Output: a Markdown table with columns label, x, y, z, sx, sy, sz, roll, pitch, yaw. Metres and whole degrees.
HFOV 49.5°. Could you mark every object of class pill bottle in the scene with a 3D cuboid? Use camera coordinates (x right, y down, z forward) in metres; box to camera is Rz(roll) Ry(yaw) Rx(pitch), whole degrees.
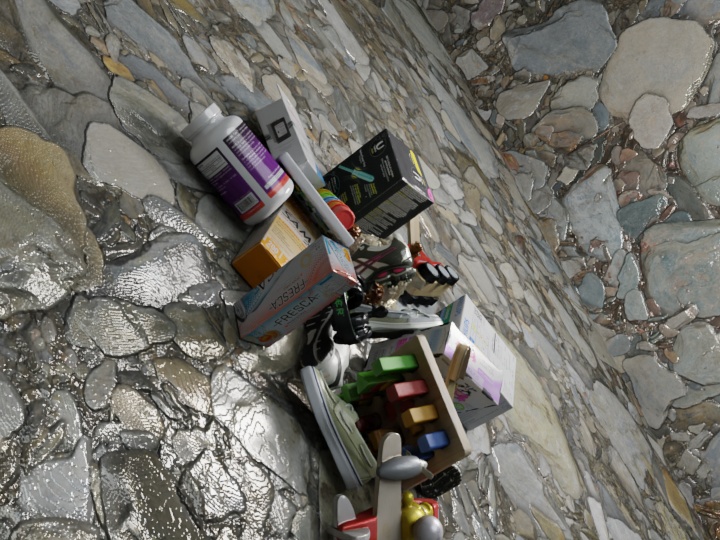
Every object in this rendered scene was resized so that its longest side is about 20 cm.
| label | x | y | z | sx | sy | sz | roll | pitch | yaw |
| --- | --- | --- | --- | --- | --- | --- | --- | --- | --- |
| pill bottle | -0.213 | -0.184 | 1.342 | 0.201 | 0.112 | 0.113 | 50 | 25 | -15 |

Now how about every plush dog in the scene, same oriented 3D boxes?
| label | x | y | z | sx | sy | sz | roll | pitch | yaw |
| --- | --- | --- | --- | --- | --- | --- | --- | --- | --- |
| plush dog | 0.029 | -0.010 | 1.525 | 0.171 | 0.159 | 0.202 | 8 | 54 | -63 |

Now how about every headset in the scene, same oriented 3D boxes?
| label | x | y | z | sx | sy | sz | roll | pitch | yaw |
| --- | --- | --- | --- | --- | --- | --- | --- | --- | --- |
| headset | -0.007 | 0.060 | 1.272 | 0.200 | 0.092 | 0.125 | 63 | 17 | -74 |

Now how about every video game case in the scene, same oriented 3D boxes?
| label | x | y | z | sx | sy | sz | roll | pitch | yaw |
| --- | --- | --- | --- | --- | --- | --- | --- | --- | --- |
| video game case | -0.103 | -0.122 | 1.453 | 0.201 | 0.022 | 0.182 | 53 | -15 | -11 |

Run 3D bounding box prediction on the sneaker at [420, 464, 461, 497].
| label | x | y | z | sx | sy | sz | roll | pitch | yaw |
| --- | --- | --- | --- | --- | --- | --- | --- | --- | --- |
| sneaker | 0.115 | 0.322 | 1.383 | 0.201 | 0.078 | 0.090 | 58 | 6 | -33 |

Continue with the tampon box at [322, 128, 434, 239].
| label | x | y | z | sx | sy | sz | roll | pitch | yaw |
| --- | --- | --- | --- | --- | --- | --- | --- | --- | --- |
| tampon box | 0.033 | -0.170 | 1.683 | 0.126 | 0.199 | 0.151 | 29 | 36 | -45 |

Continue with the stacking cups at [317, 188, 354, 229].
| label | x | y | z | sx | sy | sz | roll | pitch | yaw |
| --- | --- | --- | --- | --- | --- | --- | --- | --- | --- |
| stacking cups | -0.050 | -0.115 | 1.521 | 0.061 | 0.061 | 0.200 | 45 | -3 | -23 |

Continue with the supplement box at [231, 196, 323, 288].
| label | x | y | z | sx | sy | sz | roll | pitch | yaw |
| --- | --- | --- | --- | --- | --- | --- | --- | --- | --- |
| supplement box | -0.131 | -0.030 | 1.357 | 0.126 | 0.073 | 0.201 | 50 | 25 | -17 |

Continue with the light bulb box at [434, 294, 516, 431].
| label | x | y | z | sx | sy | sz | roll | pitch | yaw |
| --- | --- | --- | --- | --- | --- | --- | --- | --- | --- |
| light bulb box | 0.233 | 0.198 | 1.704 | 0.201 | 0.124 | 0.199 | 50 | 26 | -12 |

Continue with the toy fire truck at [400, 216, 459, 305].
| label | x | y | z | sx | sy | sz | roll | pitch | yaw |
| --- | --- | --- | --- | --- | --- | --- | --- | --- | --- |
| toy fire truck | 0.126 | -0.037 | 1.815 | 0.201 | 0.129 | 0.175 | 53 | 22 | 22 |

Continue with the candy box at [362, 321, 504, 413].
| label | x | y | z | sx | sy | sz | roll | pitch | yaw |
| --- | --- | --- | --- | --- | --- | --- | --- | --- | --- |
| candy box | 0.132 | 0.188 | 1.424 | 0.168 | 0.199 | 0.072 | 43 | 48 | -27 |

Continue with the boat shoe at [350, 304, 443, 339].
| label | x | y | z | sx | sy | sz | roll | pitch | yaw |
| --- | --- | --- | --- | --- | --- | --- | --- | --- | --- |
| boat shoe | 0.055 | 0.090 | 1.441 | 0.075 | 0.198 | 0.066 | 97 | -7 | -69 |

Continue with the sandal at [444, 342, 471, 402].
| label | x | y | z | sx | sy | sz | roll | pitch | yaw |
| --- | --- | --- | --- | --- | --- | --- | --- | --- | --- |
| sandal | 0.118 | 0.217 | 1.294 | 0.069 | 0.215 | 0.078 | 17 | -4 | 20 |

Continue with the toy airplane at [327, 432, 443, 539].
| label | x | y | z | sx | sy | sz | roll | pitch | yaw |
| --- | --- | --- | --- | --- | --- | --- | --- | --- | --- |
| toy airplane | 0.049 | 0.367 | 1.125 | 0.200 | 0.139 | 0.202 | -56 | 131 | -39 |

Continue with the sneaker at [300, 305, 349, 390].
| label | x | y | z | sx | sy | sz | roll | pitch | yaw |
| --- | --- | --- | --- | --- | --- | --- | --- | --- | --- |
| sneaker | -0.053 | 0.125 | 1.341 | 0.081 | 0.073 | 0.201 | 61 | 25 | -28 |

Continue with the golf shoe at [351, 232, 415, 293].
| label | x | y | z | sx | sy | sz | roll | pitch | yaw |
| --- | --- | --- | --- | --- | --- | --- | --- | --- | --- |
| golf shoe | 0.000 | 0.000 | 1.417 | 0.077 | 0.197 | 0.089 | 28 | 47 | -77 |

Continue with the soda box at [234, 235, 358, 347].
| label | x | y | z | sx | sy | sz | roll | pitch | yaw |
| --- | --- | --- | --- | --- | --- | --- | --- | --- | --- |
| soda box | -0.100 | 0.035 | 1.184 | 0.063 | 0.199 | 0.069 | 26 | 36 | -46 |

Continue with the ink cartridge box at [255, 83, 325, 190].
| label | x | y | z | sx | sy | sz | roll | pitch | yaw |
| --- | --- | --- | --- | --- | --- | --- | --- | --- | --- |
| ink cartridge box | -0.147 | -0.261 | 1.582 | 0.202 | 0.066 | 0.116 | 68 | 8 | 24 |

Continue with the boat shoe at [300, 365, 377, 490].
| label | x | y | z | sx | sy | sz | roll | pitch | yaw |
| --- | --- | --- | --- | --- | --- | --- | --- | --- | --- |
| boat shoe | -0.033 | 0.236 | 1.210 | 0.072 | 0.061 | 0.202 | 128 | -62 | -81 |

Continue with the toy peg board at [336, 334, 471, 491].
| label | x | y | z | sx | sy | sz | roll | pitch | yaw |
| --- | --- | --- | --- | --- | --- | --- | --- | --- | --- |
| toy peg board | 0.046 | 0.240 | 1.243 | 0.097 | 0.200 | 0.201 | -1 | 60 | -40 |
